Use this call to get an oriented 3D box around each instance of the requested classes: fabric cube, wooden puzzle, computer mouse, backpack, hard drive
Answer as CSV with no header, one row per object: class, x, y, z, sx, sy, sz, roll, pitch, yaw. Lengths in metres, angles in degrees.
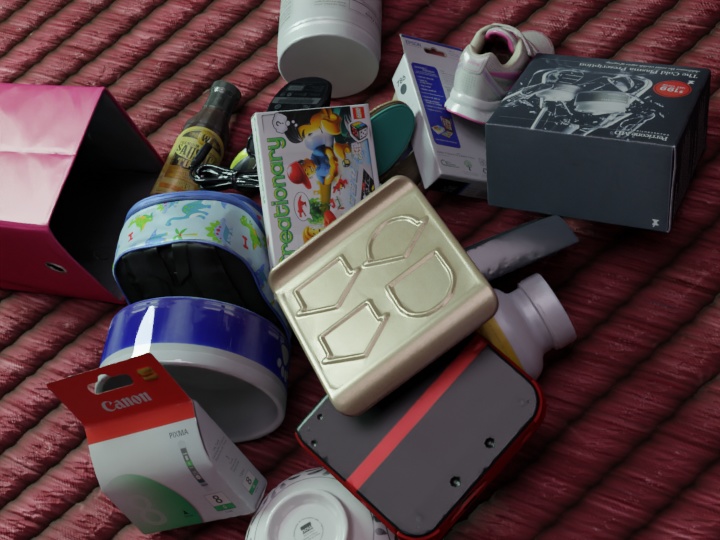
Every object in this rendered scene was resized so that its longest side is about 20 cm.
fabric cube,-0.382,-0.094,1.429,0.199,0.196,0.200,6,64,21
wooden puzzle,0.021,0.025,1.155,0.185,0.046,0.200,-37,51,5
computer mouse,-0.113,-0.150,1.364,0.140,0.046,0.200,1,45,24
backpack,-0.173,-0.002,1.303,0.183,0.200,0.147,-7,48,16
hard drive,0.126,-0.006,1.248,0.200,0.135,0.042,-23,90,2

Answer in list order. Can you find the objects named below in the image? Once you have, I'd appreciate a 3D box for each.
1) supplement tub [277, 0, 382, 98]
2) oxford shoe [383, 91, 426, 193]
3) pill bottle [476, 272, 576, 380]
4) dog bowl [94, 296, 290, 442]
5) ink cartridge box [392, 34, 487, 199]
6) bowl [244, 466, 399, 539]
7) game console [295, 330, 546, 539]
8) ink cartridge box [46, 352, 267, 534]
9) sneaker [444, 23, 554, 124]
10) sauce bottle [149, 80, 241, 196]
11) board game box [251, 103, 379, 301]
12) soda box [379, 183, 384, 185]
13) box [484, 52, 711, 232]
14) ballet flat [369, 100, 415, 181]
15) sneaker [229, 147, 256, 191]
supplement tub,-0.037,-0.336,1.491,0.132,0.132,0.200,-6,60,15
oxford shoe,0.063,-0.183,1.403,0.071,0.074,0.200,-3,61,18
pill bottle,0.117,0.087,1.209,0.200,0.112,0.112,-31,57,0
dog bowl,-0.175,0.109,1.242,0.200,0.200,0.079,-5,57,16
ink cartridge box,0.098,-0.179,1.367,0.039,0.099,0.200,-42,51,45
bowl,-0.041,0.274,1.167,0.200,0.094,0.201,-9,59,15
game console,0.060,0.143,1.133,0.177,0.031,0.200,40,84,22
ink cartridge box,-0.215,0.182,1.193,0.161,0.200,0.050,-18,34,32
sneaker,0.174,-0.245,1.362,0.081,0.088,0.200,24,40,20
sauce bottle,-0.207,-0.150,1.480,0.066,0.066,0.200,9,67,23
board game box,-0.042,-0.074,1.253,0.126,0.035,0.200,-7,86,-14
soda box,0.000,0.000,1.327,0.068,0.064,0.200,2,63,21
box,0.257,-0.143,1.258,0.200,0.104,0.182,10,38,23
ballet flat,-0.013,-0.110,1.319,0.200,0.071,0.065,-53,22,-15
sneaker,-0.069,-0.116,1.413,0.200,0.074,0.081,-9,67,21
